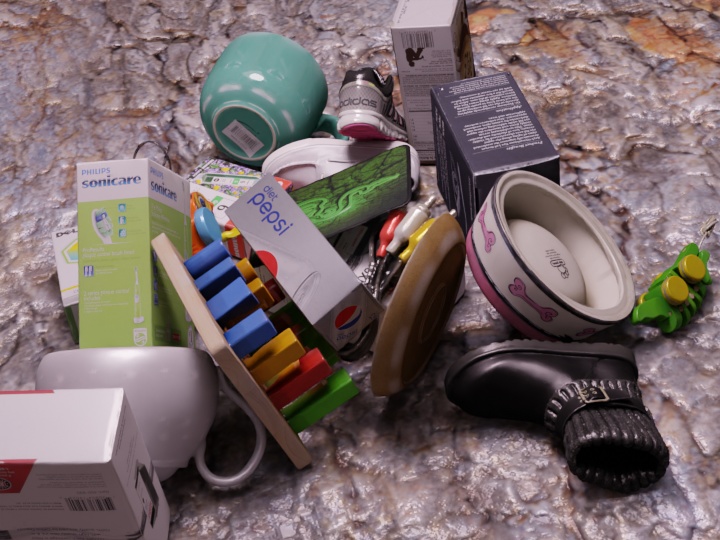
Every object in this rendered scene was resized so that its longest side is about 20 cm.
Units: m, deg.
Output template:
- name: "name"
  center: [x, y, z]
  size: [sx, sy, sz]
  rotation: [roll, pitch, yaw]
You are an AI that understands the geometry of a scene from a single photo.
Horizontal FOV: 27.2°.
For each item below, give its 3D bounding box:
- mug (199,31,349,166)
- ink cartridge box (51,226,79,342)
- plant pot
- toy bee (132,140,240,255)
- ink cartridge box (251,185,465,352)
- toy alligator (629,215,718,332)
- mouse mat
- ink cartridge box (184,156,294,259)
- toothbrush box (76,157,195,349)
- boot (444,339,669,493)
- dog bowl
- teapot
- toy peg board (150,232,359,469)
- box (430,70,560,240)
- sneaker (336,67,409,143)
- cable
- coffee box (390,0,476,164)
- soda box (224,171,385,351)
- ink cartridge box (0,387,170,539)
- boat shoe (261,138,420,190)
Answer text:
- name: "mug"
  center: [-0.114, -0.207, 1.893]
  size: [0.182, 0.153, 0.115]
  rotation: [7, 44, 18]
- name: "ink cartridge box"
  center: [-0.305, -0.009, 1.754]
  size: [0.102, 0.060, 0.201]
  rotation: [-14, 39, -7]
- name: "plant pot"
  center: [0.065, 0.040, 1.524]
  size: [0.027, 0.202, 0.201]
  rotation: [21, 45, 15]
- name: "toy bee"
  center: [-0.183, -0.049, 1.719]
  size: [0.129, 0.203, 0.109]
  rotation: [-1, 3, 14]
- name: "ink cartridge box"
  center: [0.000, 0.000, 1.670]
  size: [0.198, 0.085, 0.145]
  rotation: [19, 48, 29]
- name: "toy alligator"
  center: [0.358, 0.013, 1.623]
  size: [0.054, 0.059, 0.200]
  rotation: [48, 52, -2]
- name: "mouse mat"
  center: [-0.033, -0.074, 1.661]
  size: [0.198, 0.008, 0.162]
  rotation: [-23, 26, 12]
- name: "ink cartridge box"
  center: [-0.136, -0.069, 1.807]
  size: [0.198, 0.051, 0.109]
  rotation: [18, 45, 30]
- name: "toothbrush box"
  center: [-0.238, -0.006, 1.589]
  size: [0.085, 0.203, 0.146]
  rotation: [-3, -7, 11]
- name: "boot"
  center: [0.190, 0.145, 1.463]
  size: [0.208, 0.080, 0.159]
  rotation: [-5, 39, 3]
- name: "dog bowl"
  center: [0.196, -0.007, 1.584]
  size: [0.199, 0.074, 0.202]
  rotation: [29, 36, -24]
- name: "teapot"
  center: [-0.227, 0.155, 1.475]
  size: [0.198, 0.148, 0.196]
  rotation: [-9, -10, 39]
- name: "toy peg board"
  center: [-0.099, 0.059, 1.506]
  size: [0.097, 0.200, 0.200]
  rotation: [-34, 42, -3]
- name: "box"
  center: [0.157, -0.115, 1.737]
  size: [0.103, 0.149, 0.201]
  rotation: [-12, 40, -7]
- name: "sneaker"
  center: [0.018, -0.207, 1.858]
  size: [0.073, 0.089, 0.200]
  rotation: [2, -1, 15]
- name: "cable"
  center: [0.017, 0.001, 1.559]
  size: [0.096, 0.051, 0.201]
  rotation: [17, 59, 41]
- name: "coffee box"
  center: [0.097, -0.247, 1.866]
  size: [0.079, 0.202, 0.114]
  rotation: [0, 39, 15]
- name: "soda box"
  center: [-0.061, -0.011, 1.545]
  size: [0.068, 0.064, 0.200]
  rotation: [-40, 52, 0]
- name: "ink cartridge box"
  center: [-0.268, 0.201, 1.366]
  size: [0.144, 0.201, 0.084]
  rotation: [-2, 48, 7]
- name: "boat shoe"
  center: [-0.024, -0.115, 1.838]
  size: [0.197, 0.073, 0.069]
  rotation: [2, 36, -4]
